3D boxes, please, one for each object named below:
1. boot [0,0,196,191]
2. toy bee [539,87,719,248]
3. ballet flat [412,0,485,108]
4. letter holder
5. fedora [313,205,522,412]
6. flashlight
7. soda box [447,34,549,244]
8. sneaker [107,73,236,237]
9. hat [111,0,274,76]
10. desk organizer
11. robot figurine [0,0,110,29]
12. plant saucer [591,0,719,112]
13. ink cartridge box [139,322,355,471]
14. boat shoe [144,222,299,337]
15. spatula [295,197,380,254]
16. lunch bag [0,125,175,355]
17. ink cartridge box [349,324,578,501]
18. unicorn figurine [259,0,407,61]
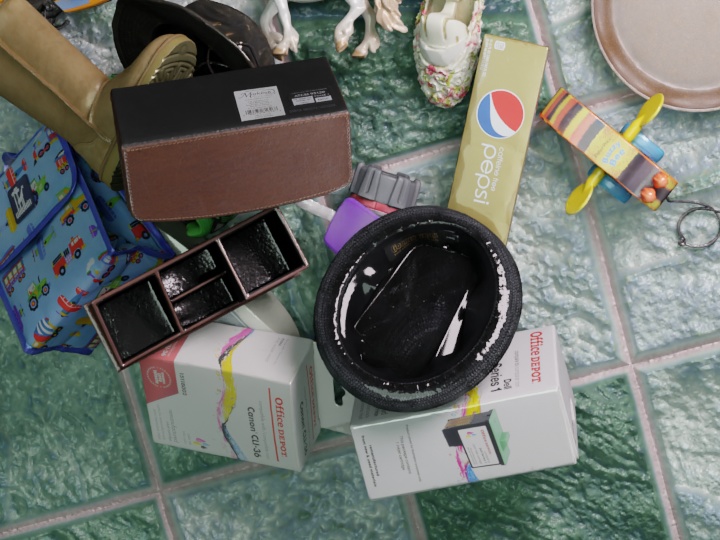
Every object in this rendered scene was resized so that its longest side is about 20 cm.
[{"bbox_3d":[-0.264,-0.195,1.561,0.200,0.066,0.176,41,115,17],"label":"boot"},{"bbox_3d":[0.256,-0.101,1.554,0.198,0.109,0.132,18,98,5],"label":"toy bee"},{"bbox_3d":[0.083,-0.254,1.578,0.075,0.064,0.202,13,99,23],"label":"ballet flat"},{"bbox_3d":[-0.112,-0.091,1.495,0.198,0.101,0.143,-9,127,-9],"label":"letter holder"},{"bbox_3d":[0.054,0.045,1.543,0.198,0.092,0.203,-2,69,4],"label":"fedora"},{"bbox_3d":[0.000,0.000,1.618,0.067,0.068,0.202,13,96,-35],"label":"flashlight"},{"bbox_3d":[0.127,-0.119,1.588,0.063,0.068,0.202,12,99,6],"label":"soda box"},{"bbox_3d":[-0.200,-0.112,1.614,0.199,0.085,0.078,37,132,2],"label":"sneaker"},{"bbox_3d":[-0.138,-0.206,1.592,0.200,0.201,0.081,39,65,2],"label":"hat"},{"bbox_3d":[-0.151,0.015,1.557,0.199,0.077,0.072,-29,92,-13],"label":"desk organizer"},{"bbox_3d":[-0.303,-0.307,1.627,0.198,0.058,0.147,-16,94,9],"label":"robot figurine"},{"bbox_3d":[0.315,-0.250,1.564,0.198,0.032,0.203,1,97,8],"label":"plant saucer"},{"bbox_3d":[-0.105,0.121,1.614,0.198,0.068,0.117,8,129,17],"label":"ink cartridge box"},{"bbox_3d":[-0.150,0.025,1.652,0.200,0.070,0.072,39,111,5],"label":"boat shoe"},{"bbox_3d":[-0.059,-0.070,1.593,0.199,0.021,0.057,33,107,8],"label":"spatula"},{"bbox_3d":[-0.295,-0.042,1.636,0.151,0.094,0.201,-46,63,24],"label":"lunch bag"},{"bbox_3d":[0.099,0.132,1.580,0.198,0.145,0.085,-11,110,9],"label":"ink cartridge box"},{"bbox_3d":[-0.057,-0.273,1.599,0.197,0.074,0.139,-1,89,-7],"label":"unicorn figurine"}]
